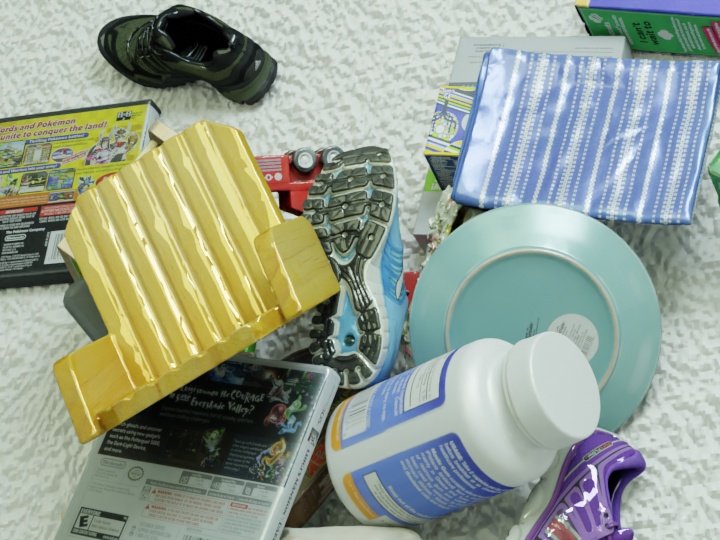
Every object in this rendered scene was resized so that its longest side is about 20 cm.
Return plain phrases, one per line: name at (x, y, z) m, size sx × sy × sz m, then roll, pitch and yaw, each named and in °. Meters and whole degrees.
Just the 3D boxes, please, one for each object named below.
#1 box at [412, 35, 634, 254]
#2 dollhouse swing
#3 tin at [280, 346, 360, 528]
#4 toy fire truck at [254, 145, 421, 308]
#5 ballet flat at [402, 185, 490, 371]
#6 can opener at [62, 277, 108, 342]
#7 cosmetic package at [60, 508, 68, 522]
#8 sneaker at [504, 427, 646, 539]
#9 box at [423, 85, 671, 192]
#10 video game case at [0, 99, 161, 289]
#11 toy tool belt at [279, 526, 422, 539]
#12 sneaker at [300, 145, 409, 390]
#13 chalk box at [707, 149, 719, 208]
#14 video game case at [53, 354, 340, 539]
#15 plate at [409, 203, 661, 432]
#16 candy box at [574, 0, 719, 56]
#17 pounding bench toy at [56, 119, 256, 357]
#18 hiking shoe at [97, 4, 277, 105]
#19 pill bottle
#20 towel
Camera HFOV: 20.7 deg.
box at (0.140, -0.106, 1.682) m, size 0.155 × 0.041 × 0.202 m, roll 3°, pitch 64°, yaw 25°
dollhouse swing at (-0.149, -0.005, 1.501) m, size 0.199 × 0.182 × 0.177 m, roll -30°, pitch 90°, yaw 13°
tin at (-0.058, 0.143, 1.599) m, size 0.111 × 0.042 × 0.200 m, roll 18°, pitch 54°, yaw 39°
toy fire truck at (-0.041, -0.030, 1.622) m, size 0.198 × 0.049 × 0.142 m, roll -4°, pitch 91°, yaw -14°
ballet flat at (0.077, 0.023, 1.586) m, size 0.075 × 0.064 × 0.202 m, roll 8°, pitch 80°, yaw -15°
can opener at (-0.185, 0.096, 1.641) m, size 0.066 × 0.053 × 0.201 m, roll -35°, pitch 90°, yaw -15°
cosmetic package at (-0.172, 0.277, 1.578) m, size 0.103 × 0.073 × 0.201 m, roll -21°, pitch 54°, yaw 11°
sneaker at (0.156, 0.208, 1.470) m, size 0.083 × 0.081 × 0.201 m, roll 16°, pitch 68°, yaw 24°
box at (0.158, -0.103, 1.608) m, size 0.198 × 0.064 × 0.071 m, roll 5°, pitch 64°, yaw 23°
video game case at (-0.293, -0.070, 1.865) m, size 0.198 × 0.026 × 0.182 m, roll -5°, pitch 60°, yaw 23°
toy tool belt at (-0.045, 0.262, 1.495) m, size 0.198 × 0.125 × 0.124 m, roll -1°, pitch 63°, yaw 5°
sneaker at (0.000, 0.000, 1.576) m, size 0.078 × 0.090 × 0.202 m, roll 0°, pitch 76°, yaw 20°
chalk box at (0.353, -0.064, 1.509) m, size 0.124 × 0.124 × 0.200 m, roll 31°, pitch 77°, yaw 35°
video game case at (-0.128, 0.149, 1.528) m, size 0.199 × 0.023 × 0.183 m, roll 5°, pitch 64°, yaw 36°
plate at (0.133, 0.049, 1.529) m, size 0.198 × 0.026 × 0.202 m, roll 2°, pitch 99°, yaw 11°
candy box at (0.303, -0.270, 1.682) m, size 0.198 × 0.077 × 0.170 m, roll 6°, pitch 65°, yaw 28°
pounding bench toy at (-0.127, -0.008, 1.689) m, size 0.199 × 0.124 × 0.156 m, roll 36°, pitch 77°, yaw 10°
hiking shoe at (-0.173, -0.220, 1.851) m, size 0.199 × 0.101 × 0.076 m, roll 13°, pitch 67°, yaw 30°
pill bottle at (0.078, 0.118, 1.479) m, size 0.199 × 0.112 × 0.113 m, roll -26°, pitch 51°, yaw 37°
towel at (0.176, -0.108, 1.552) m, size 0.198 × 0.024 × 0.146 m, roll 6°, pitch 66°, yaw 23°
